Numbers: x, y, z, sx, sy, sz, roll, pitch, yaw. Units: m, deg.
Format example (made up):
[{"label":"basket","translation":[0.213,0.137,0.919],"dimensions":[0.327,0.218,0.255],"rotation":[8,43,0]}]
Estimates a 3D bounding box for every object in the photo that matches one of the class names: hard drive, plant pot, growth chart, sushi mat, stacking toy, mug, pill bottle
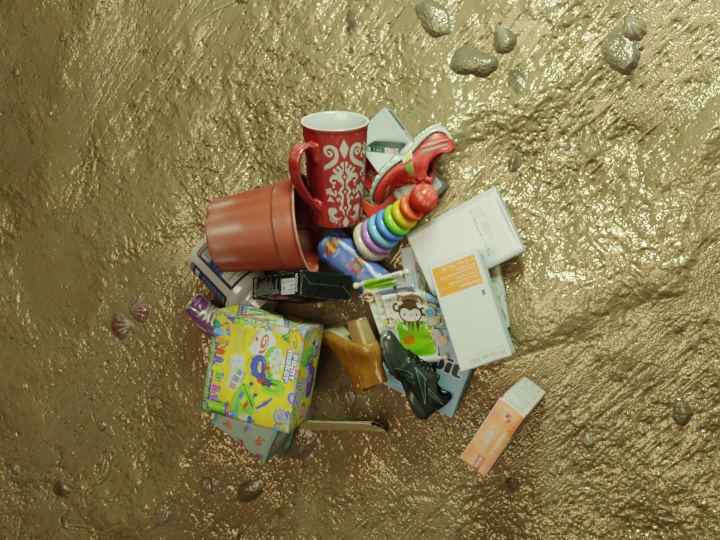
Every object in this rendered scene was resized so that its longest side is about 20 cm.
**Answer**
[{"label":"hard drive","translation":[0.199,-0.054,1.548],"dimensions":[0.198,0.027,0.134],"rotation":[-28,83,24]},{"label":"plant pot","translation":[-0.197,-0.082,1.636],"dimensions":[0.192,0.201,0.204],"rotation":[-7,91,11]},{"label":"growth chart","translation":[0.083,0.094,1.563],"dimensions":[0.143,0.018,0.203],"rotation":[-21,95,28]},{"label":"sushi mat","translation":[-0.046,0.321,1.678],"dimensions":[0.197,0.096,0.012],"rotation":[-4,69,25]},{"label":"stacking toy","translation":[0.074,-0.102,1.561],"dimensions":[0.200,0.085,0.086],"rotation":[-40,77,39]},{"label":"mug","translation":[-0.068,-0.194,1.593],"dimensions":[0.134,0.175,0.203],"rotation":[-132,36,-56]},{"label":"pill bottle","translation":[-0.270,0.019,1.749],"dimensions":[0.200,0.111,0.111],"rotation":[44,110,15]}]

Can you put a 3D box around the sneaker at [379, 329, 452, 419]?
[{"label":"sneaker","translation":[0.103,0.188,1.541],"dimensions":[0.078,0.076,0.201],"rotation":[-25,113,16]}]

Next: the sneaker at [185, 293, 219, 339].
[{"label":"sneaker","translation":[-0.310,0.108,1.736],"dimensions":[0.199,0.115,0.073],"rotation":[10,54,47]}]

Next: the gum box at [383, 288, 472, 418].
[{"label":"gum box","translation":[0.141,0.160,1.587],"dimensions":[0.168,0.044,0.203],"rotation":[24,111,18]}]

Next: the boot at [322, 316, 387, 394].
[{"label":"boot","translation":[-0.028,0.179,1.642],"dimensions":[0.200,0.070,0.146],"rotation":[-18,88,53]}]

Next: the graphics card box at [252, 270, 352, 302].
[{"label":"graphics card box","translation":[-0.119,0.035,1.626],"dimensions":[0.199,0.124,0.052],"rotation":[-9,77,54]}]

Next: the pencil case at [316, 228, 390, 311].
[{"label":"pencil case","translation":[0.000,0.000,1.640],"dimensions":[0.200,0.087,0.078],"rotation":[43,84,15]}]

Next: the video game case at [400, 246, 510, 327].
[{"label":"video game case","translation":[0.183,0.031,1.588],"dimensions":[0.197,0.023,0.185],"rotation":[-9,90,25]}]

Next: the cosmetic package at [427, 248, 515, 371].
[{"label":"cosmetic package","translation":[0.203,0.073,1.485],"dimensions":[0.100,0.071,0.203],"rotation":[-20,81,14]}]

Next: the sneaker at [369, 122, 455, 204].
[{"label":"sneaker","translation":[0.097,-0.187,1.540],"dimensions":[0.200,0.077,0.085],"rotation":[-44,82,21]}]

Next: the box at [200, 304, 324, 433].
[{"label":"box","translation":[-0.192,0.189,1.603],"dimensions":[0.190,0.122,0.203],"rotation":[12,96,15]}]

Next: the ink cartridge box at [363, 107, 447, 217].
[{"label":"ink cartridge box","translation":[0.049,-0.191,1.623],"dimensions":[0.173,0.043,0.201],"rotation":[-40,77,21]}]

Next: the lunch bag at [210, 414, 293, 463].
[{"label":"lunch bag","translation":[-0.208,0.272,1.735],"dimensions":[0.169,0.122,0.202],"rotation":[29,111,21]}]

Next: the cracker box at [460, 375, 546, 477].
[{"label":"cracker box","translation":[0.262,0.278,1.472],"dimensions":[0.057,0.199,0.135],"rotation":[36,108,18]}]
